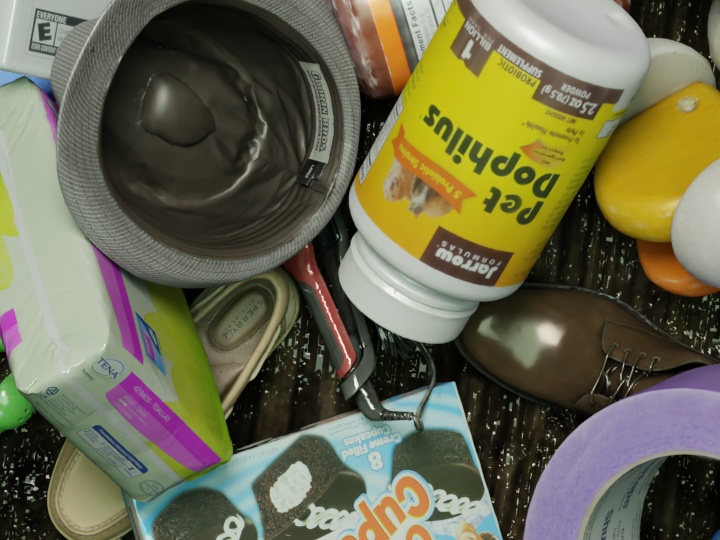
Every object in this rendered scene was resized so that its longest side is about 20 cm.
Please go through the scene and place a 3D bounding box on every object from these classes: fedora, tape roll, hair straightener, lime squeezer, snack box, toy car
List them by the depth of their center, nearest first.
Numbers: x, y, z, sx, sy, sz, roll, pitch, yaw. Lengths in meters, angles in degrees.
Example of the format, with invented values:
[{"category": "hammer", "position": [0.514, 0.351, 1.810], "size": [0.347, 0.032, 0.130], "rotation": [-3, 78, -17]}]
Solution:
[{"category": "tape roll", "position": [0.192, 0.154, 1.363], "size": [0.199, 0.085, 0.201], "rotation": [5, 100, 29]}, {"category": "fedora", "position": [-0.095, -0.085, 1.367], "size": [0.200, 0.090, 0.178], "rotation": [20, 92, -40]}, {"category": "toy car", "position": [0.231, -0.062, 1.424], "size": [0.200, 0.175, 0.150], "rotation": [-34, 132, 1]}, {"category": "snack box", "position": [-0.024, 0.148, 1.464], "size": [0.199, 0.037, 0.117], "rotation": [-18, 91, -16]}, {"category": "hair straightener", "position": [0.000, 0.000, 1.465], "size": [0.077, 0.041, 0.201], "rotation": [-16, 70, -31]}, {"category": "lime squeezer", "position": [-0.218, 0.049, 1.499], "size": [0.070, 0.038, 0.201], "rotation": [5, 93, 32]}]

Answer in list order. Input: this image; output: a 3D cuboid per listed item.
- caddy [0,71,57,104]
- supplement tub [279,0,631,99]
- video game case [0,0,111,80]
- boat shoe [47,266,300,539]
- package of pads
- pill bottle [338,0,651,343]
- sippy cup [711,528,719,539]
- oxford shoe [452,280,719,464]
[{"category": "caddy", "position": [-0.226, -0.139, 1.452], "size": [0.199, 0.105, 0.142], "rotation": [-27, 90, 2]}, {"category": "supplement tub", "position": [0.044, -0.161, 1.445], "size": [0.199, 0.107, 0.107], "rotation": [-18, 91, 1]}, {"category": "video game case", "position": [-0.111, -0.185, 1.424], "size": [0.023, 0.200, 0.183], "rotation": [12, 92, 43]}, {"category": "boat shoe", "position": [-0.112, 0.074, 1.476], "size": [0.071, 0.065, 0.200], "rotation": [37, 92, 0]}, {"category": "package of pads", "position": [-0.146, 0.012, 1.395], "size": [0.068, 0.155, 0.201], "rotation": [-28, 54, 9]}, {"category": "pill bottle", "position": [0.065, -0.061, 1.386], "size": [0.109, 0.109, 0.200], "rotation": [29, 117, 0]}, {"category": "sippy cup", "position": [0.270, 0.170, 1.444], "size": [0.130, 0.140, 0.178], "rotation": [46, 51, 10]}, {"category": "oxford shoe", "position": [0.147, 0.055, 1.461], "size": [0.199, 0.084, 0.073], "rotation": [18, 93, 2]}]
